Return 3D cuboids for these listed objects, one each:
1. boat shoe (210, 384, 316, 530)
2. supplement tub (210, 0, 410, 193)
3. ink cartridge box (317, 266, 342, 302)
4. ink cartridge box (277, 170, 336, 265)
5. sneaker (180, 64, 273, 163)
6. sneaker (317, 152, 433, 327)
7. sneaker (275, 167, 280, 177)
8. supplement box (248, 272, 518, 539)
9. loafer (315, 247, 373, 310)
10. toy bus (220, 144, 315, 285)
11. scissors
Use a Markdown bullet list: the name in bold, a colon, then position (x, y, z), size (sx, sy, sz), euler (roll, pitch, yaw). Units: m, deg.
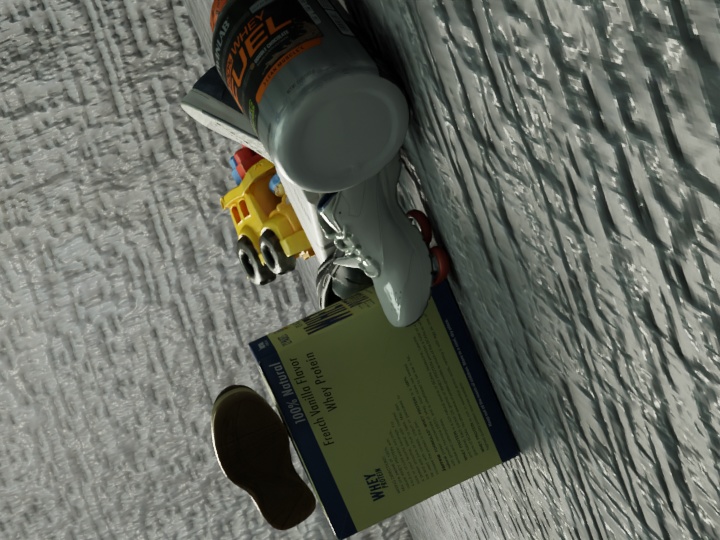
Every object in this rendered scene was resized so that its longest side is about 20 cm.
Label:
- **boat shoe**: position (-0.102, 0.173, 1.236), size (0.072, 0.072, 0.200), euler (55, 173, 47)
- **supplement tub**: position (-0.050, -0.168, 1.059), size (0.200, 0.122, 0.123), euler (57, 170, 42)
- **ink cartridge box**: position (0.041, 0.081, 1.529), size (0.200, 0.076, 0.148), euler (58, 180, -40)
- **ink cartridge box**: position (-0.039, -0.105, 1.423), size (0.200, 0.084, 0.146), euler (80, 165, -67)
- **sneaker**: position (-0.070, -0.184, 1.305), size (0.202, 0.146, 0.077), euler (31, 170, 19)
- **sneaker**: position (0.003, -0.040, 1.149), size (0.074, 0.087, 0.201), euler (-12, 98, 56)
- **sneaker**: position (-0.104, -0.178, 1.497), size (0.080, 0.074, 0.200), euler (52, 168, 19)
- **supplement box**: position (0.019, 0.128, 1.277), size (0.134, 0.199, 0.201), euler (-153, 39, -80)
- **loafer**: position (0.000, 0.000, 1.368), size (0.201, 0.068, 0.071), euler (132, 143, -62)
- **toy bus**: position (-0.104, -0.096, 1.645), size (0.193, 0.135, 0.200), euler (66, 157, -2)
- **scissors**: position (0.026, -0.003, 1.229), size (0.200, 0.014, 0.073), euler (-29, 82, 59)
